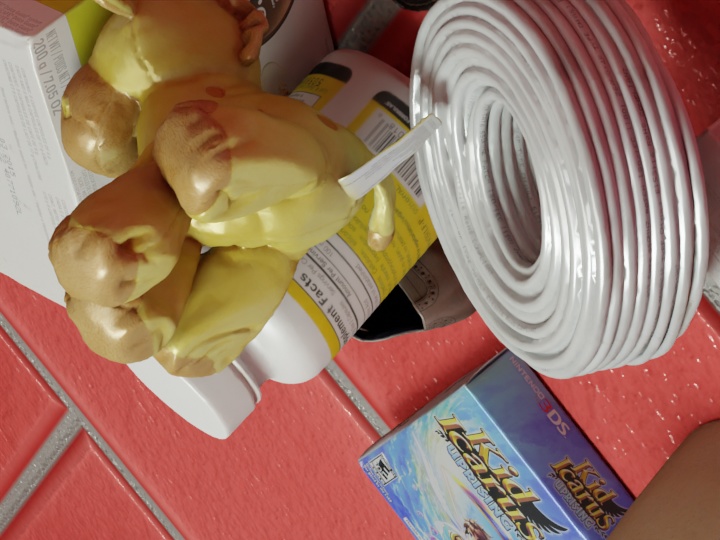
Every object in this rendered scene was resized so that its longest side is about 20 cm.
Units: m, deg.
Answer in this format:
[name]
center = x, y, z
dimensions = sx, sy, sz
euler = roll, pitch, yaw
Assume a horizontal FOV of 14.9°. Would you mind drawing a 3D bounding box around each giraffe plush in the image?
[giraffe plush]
center = -0.085, -0.070, 1.350
dimensions = 0.162, 0.199, 0.173
euler = 52, 168, 27

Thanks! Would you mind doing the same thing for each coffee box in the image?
[coffee box]
center = -0.150, -0.125, 1.521
dimensions = 0.200, 0.198, 0.200
euler = 25, 141, 38

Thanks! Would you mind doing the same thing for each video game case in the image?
[video game case]
center = 0.101, 0.158, 1.635
dimensions = 0.200, 0.045, 0.181
euler = 52, 152, 2

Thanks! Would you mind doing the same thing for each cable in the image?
[cable]
center = 0.091, -0.049, 1.301
dimensions = 0.200, 0.069, 0.201
euler = 122, 130, -65

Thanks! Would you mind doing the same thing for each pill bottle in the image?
[pill bottle]
center = -0.037, -0.012, 1.460
dimensions = 0.111, 0.200, 0.111
euler = 38, 164, 13

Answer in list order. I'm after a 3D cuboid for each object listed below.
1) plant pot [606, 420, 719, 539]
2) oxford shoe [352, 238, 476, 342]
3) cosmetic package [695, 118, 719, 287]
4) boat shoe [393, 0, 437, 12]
[plant pot]
center = 0.170, 0.210, 1.423
dimensions = 0.187, 0.200, 0.188
euler = 37, 148, 28
[oxford shoe]
center = 0.000, 0.000, 1.573
dimensions = 0.200, 0.072, 0.071
euler = 1, 124, 57
[cosmetic package]
center = 0.222, 0.013, 1.271
dimensions = 0.200, 0.051, 0.083
euler = 51, 153, 3
[boat shoe]
center = 0.043, -0.173, 1.313
dimensions = 0.072, 0.068, 0.200
euler = 49, 154, 1
